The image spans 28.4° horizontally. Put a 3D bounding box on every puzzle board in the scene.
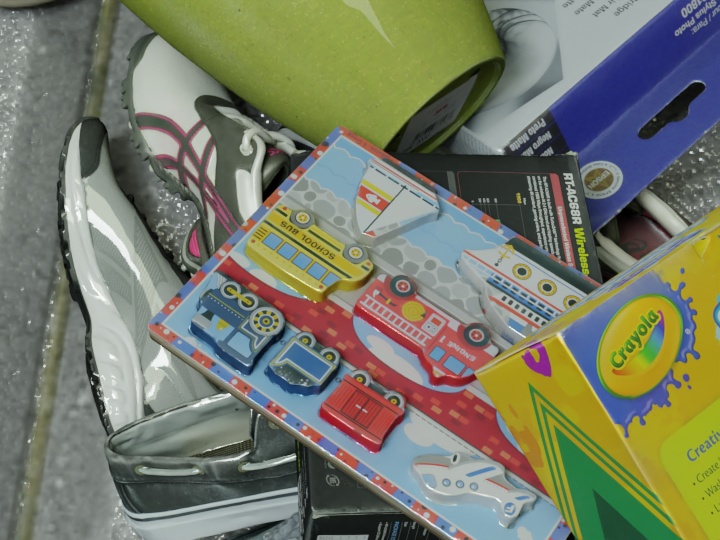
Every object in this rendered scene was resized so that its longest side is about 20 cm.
[{"bbox_3d":[0.029,0.028,0.632,0.199,0.017,0.151,33,58,13],"label":"puzzle board"}]

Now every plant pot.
[{"bbox_3d":[-0.020,-0.154,0.760,0.187,0.187,0.200,-39,79,-8],"label":"plant pot"}]

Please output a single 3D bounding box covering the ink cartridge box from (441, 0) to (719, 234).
[{"bbox_3d":[0.124,-0.135,0.826,0.199,0.041,0.200,-41,51,-13],"label":"ink cartridge box"}]

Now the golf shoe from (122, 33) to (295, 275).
[{"bbox_3d":[-0.072,-0.063,0.816,0.088,0.077,0.201,-38,64,36],"label":"golf shoe"}]

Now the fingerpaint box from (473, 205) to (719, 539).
[{"bbox_3d":[0.173,0.059,0.595,0.199,0.073,0.168,-31,88,-30],"label":"fingerpaint box"}]

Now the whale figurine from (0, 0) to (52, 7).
[{"bbox_3d":[-0.223,-0.269,0.895,0.157,0.104,0.202,-9,74,1],"label":"whale figurine"}]

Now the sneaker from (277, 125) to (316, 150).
[{"bbox_3d":[0.000,0.000,0.825,0.083,0.072,0.200,-37,76,-7],"label":"sneaker"}]

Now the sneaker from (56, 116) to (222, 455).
[{"bbox_3d":[-0.133,0.005,0.837,0.079,0.074,0.202,-14,79,-13],"label":"sneaker"}]

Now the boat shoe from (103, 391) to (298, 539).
[{"bbox_3d":[-0.044,0.089,0.763,0.198,0.071,0.072,-21,34,6],"label":"boat shoe"}]

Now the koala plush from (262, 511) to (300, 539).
[{"bbox_3d":[0.076,0.183,0.718,0.199,0.179,0.183,-34,41,-30],"label":"koala plush"}]

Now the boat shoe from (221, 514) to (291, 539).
[{"bbox_3d":[-0.027,0.137,0.788,0.199,0.073,0.062,-34,79,-2],"label":"boat shoe"}]

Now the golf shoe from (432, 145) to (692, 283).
[{"bbox_3d":[0.123,-0.044,0.825,0.199,0.088,0.078,32,79,12],"label":"golf shoe"}]

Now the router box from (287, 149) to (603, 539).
[{"bbox_3d":[0.042,0.037,0.676,0.148,0.062,0.202,0,56,-7],"label":"router box"}]
